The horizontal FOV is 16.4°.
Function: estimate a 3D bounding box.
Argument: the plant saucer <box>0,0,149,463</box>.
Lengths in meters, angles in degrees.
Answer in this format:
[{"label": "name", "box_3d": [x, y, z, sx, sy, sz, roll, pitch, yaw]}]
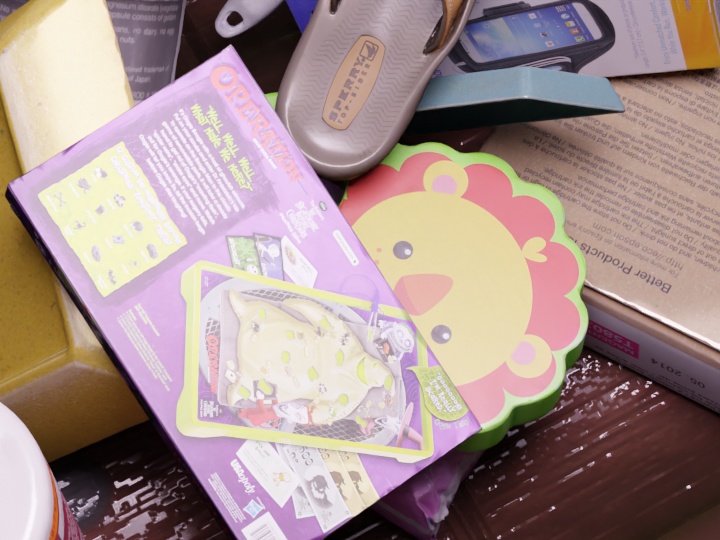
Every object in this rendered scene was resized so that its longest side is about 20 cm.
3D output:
[{"label": "plant saucer", "box_3d": [-0.167, -0.013, 1.152, 0.048, 0.199, 0.201, -10, 80, -41]}]

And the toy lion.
[{"label": "toy lion", "box_3d": [0.000, 0.000, 1.149, 0.191, 0.069, 0.201, -26, 69, -12]}]

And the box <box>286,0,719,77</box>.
[{"label": "box", "box_3d": [0.066, -0.136, 1.180, 0.198, 0.119, 0.042, -2, 58, 16]}]

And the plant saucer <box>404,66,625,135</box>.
[{"label": "plant saucer", "box_3d": [0.032, -0.079, 1.198, 0.199, 0.070, 0.019, -4, 84, 48]}]

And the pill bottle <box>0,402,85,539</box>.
[{"label": "pill bottle", "box_3d": [-0.176, 0.136, 1.102, 0.113, 0.200, 0.115, -1, 66, 3]}]

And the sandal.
[{"label": "sandal", "box_3d": [0.013, -0.134, 1.104, 0.081, 0.055, 0.201, 27, 100, 6]}]

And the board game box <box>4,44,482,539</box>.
[{"label": "board game box", "box_3d": [-0.050, 0.018, 1.074, 0.120, 0.032, 0.201, -33, 88, -13]}]

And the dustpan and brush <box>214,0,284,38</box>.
[{"label": "dustpan and brush", "box_3d": [0.003, -0.181, 1.224, 0.200, 0.057, 0.140, -42, 101, 7]}]

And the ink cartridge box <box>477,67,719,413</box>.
[{"label": "ink cartridge box", "box_3d": [0.163, -0.033, 1.226, 0.199, 0.075, 0.165, 27, 71, 15]}]

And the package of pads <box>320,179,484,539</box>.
[{"label": "package of pads", "box_3d": [-0.014, 0.029, 1.209, 0.199, 0.076, 0.121, 32, 72, 16]}]

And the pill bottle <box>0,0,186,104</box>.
[{"label": "pill bottle", "box_3d": [-0.139, -0.151, 1.229, 0.112, 0.113, 0.202, 12, 102, 9]}]
